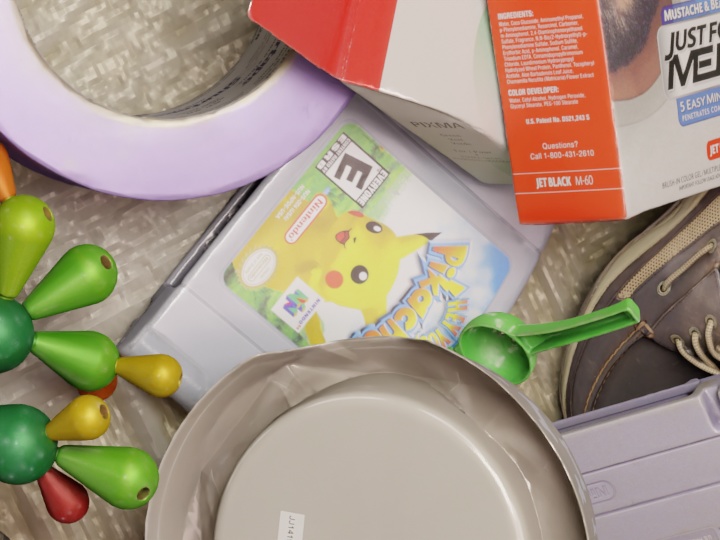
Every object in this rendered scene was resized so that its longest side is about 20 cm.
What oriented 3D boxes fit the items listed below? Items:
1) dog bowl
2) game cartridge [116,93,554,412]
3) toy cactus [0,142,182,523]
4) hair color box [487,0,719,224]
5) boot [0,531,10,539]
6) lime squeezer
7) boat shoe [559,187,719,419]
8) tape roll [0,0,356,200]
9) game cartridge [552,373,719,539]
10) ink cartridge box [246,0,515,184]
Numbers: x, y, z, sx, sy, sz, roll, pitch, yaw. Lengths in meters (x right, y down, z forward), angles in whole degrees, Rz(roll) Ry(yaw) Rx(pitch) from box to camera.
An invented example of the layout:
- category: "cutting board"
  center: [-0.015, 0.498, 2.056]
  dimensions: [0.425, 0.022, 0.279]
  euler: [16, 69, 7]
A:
- category: "dog bowl"
  center: [0.010, 0.121, 1.205]
  dimensions: [0.200, 0.059, 0.200]
  euler: [1, 93, 21]
- category: "game cartridge"
  center: [0.000, 0.000, 1.288]
  dimensions: [0.133, 0.040, 0.200]
  euler: [40, 83, -19]
- category: "toy cactus"
  center: [-0.178, 0.037, 1.202]
  dimensions: [0.165, 0.102, 0.200]
  euler: [-36, 91, -18]
- category: "hair color box"
  center: [0.109, -0.128, 1.217]
  dimensions: [0.111, 0.064, 0.200]
  euler: [-18, 102, -48]
- category: "boot"
  center: [-0.265, 0.133, 1.208]
  dimensions: [0.174, 0.069, 0.200]
  euler: [38, 73, -15]
- category: "lime squeezer"
  center: [0.044, 0.059, 1.257]
  dimensions: [0.200, 0.071, 0.038]
  euler: [-34, 124, 19]
- category: "boat shoe"
  center: [0.160, 0.012, 1.286]
  dimensions: [0.074, 0.073, 0.200]
  euler: [20, 112, -29]
- category: "tape roll"
  center: [-0.093, -0.131, 1.225]
  dimensions: [0.200, 0.085, 0.200]
  euler: [-1, 95, -15]
- category: "game cartridge"
  center: [0.114, 0.126, 1.269]
  dimensions: [0.200, 0.038, 0.130]
  euler: [-18, 107, 31]
- category: "ink cartridge box"
  center: [0.038, -0.143, 1.208]
  dimensions: [0.200, 0.050, 0.161]
  euler: [33, 64, -55]
